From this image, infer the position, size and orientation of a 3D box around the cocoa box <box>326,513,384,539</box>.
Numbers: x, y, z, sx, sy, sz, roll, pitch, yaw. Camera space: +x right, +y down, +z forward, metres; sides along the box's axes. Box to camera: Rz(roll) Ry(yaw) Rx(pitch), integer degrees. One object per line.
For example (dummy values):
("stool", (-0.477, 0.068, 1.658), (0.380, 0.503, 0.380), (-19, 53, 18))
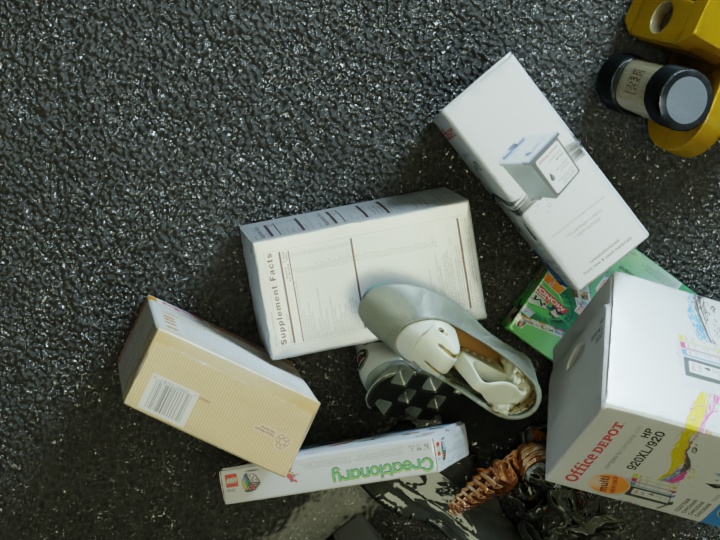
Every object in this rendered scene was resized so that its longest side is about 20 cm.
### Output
("cocoa box", (0.003, 0.334, 1.654), (0.131, 0.200, 0.134), (-39, 102, -2))

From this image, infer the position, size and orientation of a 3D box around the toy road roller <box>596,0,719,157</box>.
("toy road roller", (0.324, -0.202, 1.677), (0.145, 0.123, 0.201), (20, 95, -26))

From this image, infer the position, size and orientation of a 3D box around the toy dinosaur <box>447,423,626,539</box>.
("toy dinosaur", (0.170, 0.208, 1.701), (0.199, 0.102, 0.136), (-18, 63, -13))

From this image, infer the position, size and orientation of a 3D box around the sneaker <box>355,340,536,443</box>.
("sneaker", (0.080, 0.099, 1.702), (0.199, 0.089, 0.074), (22, 120, -35))

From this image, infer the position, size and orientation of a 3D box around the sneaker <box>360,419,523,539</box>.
("sneaker", (0.097, 0.213, 1.719), (0.199, 0.076, 0.091), (31, 88, -13))

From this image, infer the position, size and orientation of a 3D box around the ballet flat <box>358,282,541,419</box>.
("ballet flat", (0.085, 0.073, 1.597), (0.199, 0.064, 0.067), (30, 114, -31))

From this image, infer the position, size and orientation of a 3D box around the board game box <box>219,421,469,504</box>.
("board game box", (-0.012, 0.172, 1.632), (0.199, 0.126, 0.035), (-11, 88, 16))

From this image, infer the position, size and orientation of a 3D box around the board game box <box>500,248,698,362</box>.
("board game box", (0.252, 0.054, 1.743), (0.200, 0.029, 0.135), (36, 92, -12))

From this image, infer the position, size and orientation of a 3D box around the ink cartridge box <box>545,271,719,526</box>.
("ink cartridge box", (0.284, 0.120, 1.635), (0.199, 0.147, 0.145), (16, 54, -9))

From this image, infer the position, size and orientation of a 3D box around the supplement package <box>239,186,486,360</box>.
("supplement package", (0.000, 0.000, 1.653), (0.199, 0.110, 0.115), (-10, 100, -8))

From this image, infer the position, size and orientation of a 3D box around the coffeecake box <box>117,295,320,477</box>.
("coffeecake box", (-0.129, 0.097, 1.600), (0.153, 0.200, 0.073), (25, 93, -11))

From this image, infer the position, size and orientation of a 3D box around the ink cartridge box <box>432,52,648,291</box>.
("ink cartridge box", (0.159, -0.086, 1.632), (0.086, 0.146, 0.200), (-39, 91, 1))
